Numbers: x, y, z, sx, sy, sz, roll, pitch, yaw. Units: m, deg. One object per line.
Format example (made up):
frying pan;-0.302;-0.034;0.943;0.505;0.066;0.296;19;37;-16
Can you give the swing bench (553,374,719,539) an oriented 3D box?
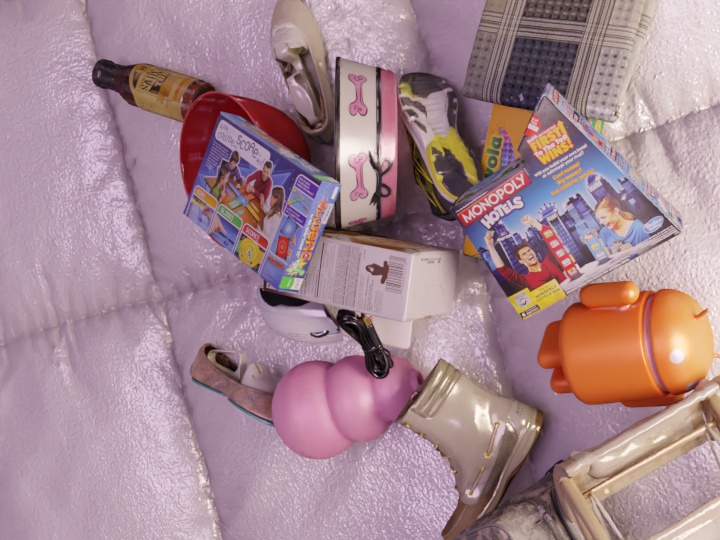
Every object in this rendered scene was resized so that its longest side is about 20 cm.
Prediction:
swing bench;0.326;0.244;1.220;0.197;0.130;0.202;-26;79;-7

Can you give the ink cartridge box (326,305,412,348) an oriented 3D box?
ink cartridge box;-0.003;0.021;1.485;0.198;0.067;0.118;14;103;31

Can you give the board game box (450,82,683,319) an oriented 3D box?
board game box;0.206;-0.083;1.261;0.199;0.062;0.201;-30;100;21

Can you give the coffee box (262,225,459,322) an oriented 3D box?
coffee box;0.000;0.000;1.374;0.198;0.114;0.081;12;98;32

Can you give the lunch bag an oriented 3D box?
lunch bag;0.222;0.336;1.327;0.202;0.167;0.139;60;143;10

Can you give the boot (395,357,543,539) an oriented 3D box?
boot;0.107;0.218;1.405;0.153;0.072;0.202;28;106;-2

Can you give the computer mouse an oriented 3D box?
computer mouse;-0.057;0.070;1.438;0.198;0.110;0.044;15;59;37

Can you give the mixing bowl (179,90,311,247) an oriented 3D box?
mixing bowl;-0.133;-0.134;1.511;0.199;0.108;0.203;19;116;44

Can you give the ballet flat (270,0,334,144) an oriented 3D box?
ballet flat;-0.077;-0.258;1.500;0.069;0.069;0.202;-24;82;31

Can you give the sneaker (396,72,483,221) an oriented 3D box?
sneaker;0.081;-0.146;1.395;0.085;0.073;0.202;110;151;-53

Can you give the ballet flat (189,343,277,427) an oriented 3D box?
ballet flat;-0.159;0.148;1.588;0.199;0.068;0.068;22;96;38

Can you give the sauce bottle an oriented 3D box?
sauce bottle;-0.289;-0.251;1.633;0.198;0.066;0.067;19;105;27

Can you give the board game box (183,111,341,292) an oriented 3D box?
board game box;-0.118;-0.082;1.365;0.199;0.034;0.137;37;110;38

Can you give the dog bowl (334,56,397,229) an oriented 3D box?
dog bowl;0.006;-0.150;1.395;0.073;0.200;0.203;1;97;-1

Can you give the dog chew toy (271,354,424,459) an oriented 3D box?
dog chew toy;-0.012;0.163;1.481;0.198;0.124;0.126;-18;86;25

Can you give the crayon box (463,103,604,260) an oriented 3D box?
crayon box;0.198;-0.101;1.350;0.118;0.058;0.203;18;105;29

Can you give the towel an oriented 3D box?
towel;0.222;-0.269;1.304;0.191;0.034;0.203;14;83;31

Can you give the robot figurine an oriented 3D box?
robot figurine;0.292;0.082;1.278;0.198;0.116;0.146;-11;86;32
